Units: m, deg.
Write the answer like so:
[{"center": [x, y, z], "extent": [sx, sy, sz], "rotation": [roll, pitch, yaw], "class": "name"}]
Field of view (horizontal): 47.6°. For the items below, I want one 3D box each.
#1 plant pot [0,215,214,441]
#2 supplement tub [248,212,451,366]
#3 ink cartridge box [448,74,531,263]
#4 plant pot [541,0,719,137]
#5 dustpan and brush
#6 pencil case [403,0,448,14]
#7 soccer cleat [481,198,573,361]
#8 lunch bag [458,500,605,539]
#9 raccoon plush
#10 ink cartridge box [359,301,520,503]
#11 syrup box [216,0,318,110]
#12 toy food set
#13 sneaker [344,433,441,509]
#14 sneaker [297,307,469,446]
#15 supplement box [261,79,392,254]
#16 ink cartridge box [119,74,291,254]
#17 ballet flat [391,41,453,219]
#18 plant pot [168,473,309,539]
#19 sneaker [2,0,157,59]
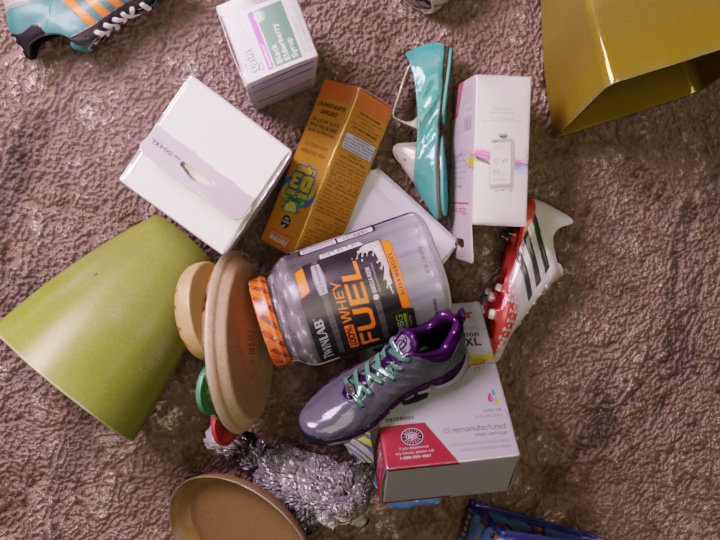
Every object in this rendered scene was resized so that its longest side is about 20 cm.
[{"center": [-0.255, 0.045, 0.888], "extent": [0.187, 0.187, 0.201], "rotation": [40, 75, -7], "class": "plant pot"}, {"center": [-0.012, 0.025, 0.870], "extent": [0.197, 0.123, 0.124], "rotation": [-20, 96, -3], "class": "supplement tub"}, {"center": [0.145, -0.112, 0.932], "extent": [0.066, 0.116, 0.204], "rotation": [1, 96, -6], "class": "ink cartridge box"}, {"center": [0.304, -0.284, 0.904], "extent": [0.197, 0.200, 0.179], "rotation": [-18, 86, -4], "class": "plant pot"}, {"center": [0.000, 0.000, 0.965], "extent": [0.139, 0.057, 0.200], "rotation": [41, 83, 2], "class": "dustpan and brush"}, {"center": [0.113, -0.384, 0.924], "extent": [0.200, 0.078, 0.089], "rotation": [-48, 118, 0], "class": "pencil case"}, {"center": [0.196, 0.017, 0.974], "extent": [0.084, 0.069, 0.203], "rotation": [14, 90, -6], "class": "soccer cleat"}, {"center": [0.215, 0.389, 1.007], "extent": [0.197, 0.094, 0.153], "rotation": [16, 92, -19], "class": "lunch bag"}, {"center": [-0.078, 0.231, 0.910], "extent": [0.198, 0.134, 0.098], "rotation": [25, 60, -16], "class": "raccoon plush"}, {"center": [0.079, 0.140, 0.904], "extent": [0.143, 0.202, 0.083], "rotation": [-5, 140, -6], "class": "ink cartridge box"}, {"center": [-0.094, -0.230, 0.855], "extent": [0.080, 0.200, 0.080], "rotation": [-22, 96, -3], "class": "syrup box"}, {"center": [-0.140, 0.080, 0.882], "extent": [0.048, 0.200, 0.202], "rotation": [-4, 101, 9], "class": "toy food set"}, {"center": [0.025, 0.228, 0.969], "extent": [0.197, 0.076, 0.107], "rotation": [17, 93, -8], "class": "sneaker"}, {"center": [0.021, 0.099, 0.825], "extent": [0.198, 0.075, 0.088], "rotation": [-27, 141, -18], "class": "sneaker"}, {"center": [-0.038, -0.108, 0.929], "extent": [0.068, 0.066, 0.203], "rotation": [17, 95, -47], "class": "supplement box"}, {"center": [-0.154, -0.107, 0.859], "extent": [0.128, 0.200, 0.126], "rotation": [35, 91, -8], "class": "ink cartridge box"}, {"center": [0.071, -0.162, 0.952], "extent": [0.069, 0.067, 0.204], "rotation": [2, 92, 10], "class": "ballet flat"}, {"center": [-0.132, 0.310, 0.936], "extent": [0.197, 0.028, 0.203], "rotation": [13, 122, 21], "class": "plant pot"}, {"center": [-0.288, -0.285, 0.901], "extent": [0.196, 0.071, 0.081], "rotation": [-12, 100, 0], "class": "sneaker"}]
